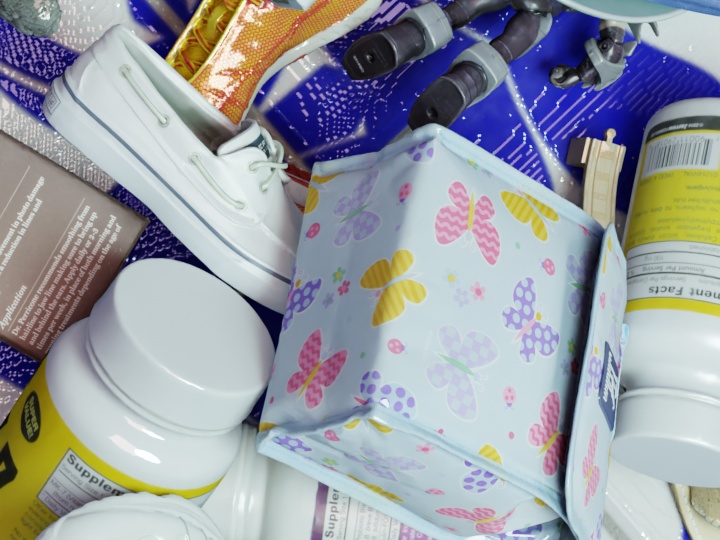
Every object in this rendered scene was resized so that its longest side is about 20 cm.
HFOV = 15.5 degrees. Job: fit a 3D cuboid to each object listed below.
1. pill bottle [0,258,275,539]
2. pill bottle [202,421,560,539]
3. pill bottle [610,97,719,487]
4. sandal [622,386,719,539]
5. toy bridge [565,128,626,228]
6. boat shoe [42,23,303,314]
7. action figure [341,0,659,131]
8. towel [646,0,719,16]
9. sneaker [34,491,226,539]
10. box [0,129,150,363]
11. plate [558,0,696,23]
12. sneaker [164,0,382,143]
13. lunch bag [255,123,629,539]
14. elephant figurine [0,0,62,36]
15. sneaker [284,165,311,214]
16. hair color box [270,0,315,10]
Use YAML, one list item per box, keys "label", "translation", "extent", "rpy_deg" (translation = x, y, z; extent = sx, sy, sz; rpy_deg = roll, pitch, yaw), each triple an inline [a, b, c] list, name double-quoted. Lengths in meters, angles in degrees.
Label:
- label: "pill bottle"
  translation: [-0.132, 0.096, 1.390]
  extent: [0.114, 0.115, 0.200]
  rpy_deg: [28, 122, -13]
- label: "pill bottle"
  translation: [0.007, 0.135, 1.465]
  extent: [0.199, 0.112, 0.113]
  rpy_deg: [7, 90, -1]
- label: "pill bottle"
  translation: [0.196, 0.014, 1.491]
  extent: [0.111, 0.111, 0.201]
  rpy_deg: [19, 70, -13]
- label: "sandal"
  translation: [0.220, 0.117, 1.545]
  extent: [0.077, 0.070, 0.212]
  rpy_deg: [-34, 99, -11]
- label: "toy bridge"
  translation: [0.121, 0.017, 1.520]
  extent: [0.027, 0.067, 0.201]
  rpy_deg: [13, 89, -13]
- label: "boat shoe"
  translation: [-0.072, -0.049, 1.389]
  extent: [0.200, 0.074, 0.067]
  rpy_deg: [36, 111, -13]
- label: "action figure"
  translation: [0.089, -0.151, 1.502]
  extent: [0.200, 0.069, 0.130]
  rpy_deg: [-34, 81, -31]
- label: "towel"
  translation: [0.154, -0.239, 1.493]
  extent: [0.146, 0.024, 0.201]
  rpy_deg: [8, 64, -29]
- label: "sneaker"
  translation: [-0.081, 0.182, 1.336]
  extent: [0.200, 0.100, 0.078]
  rpy_deg: [28, 119, -36]
- label: "box"
  translation: [-0.226, -0.036, 1.433]
  extent: [0.199, 0.075, 0.100]
  rpy_deg: [32, 85, -14]
- label: "plate"
  translation: [0.124, -0.224, 1.498]
  extent: [0.199, 0.026, 0.201]
  rpy_deg: [14, 60, -25]
- label: "sneaker"
  translation: [-0.074, -0.129, 1.457]
  extent: [0.200, 0.073, 0.077]
  rpy_deg: [-46, 138, -13]
- label: "lunch bag"
  translation: [0.064, 0.044, 1.366]
  extent: [0.200, 0.127, 0.170]
  rpy_deg: [31, 60, -35]
- label: "elephant figurine"
  translation: [-0.273, -0.179, 1.380]
  extent: [0.141, 0.155, 0.201]
  rpy_deg: [-22, 88, -34]
- label: "sneaker"
  translation: [0.000, 0.000, 1.491]
  extent: [0.199, 0.073, 0.077]
  rpy_deg: [23, 99, -5]
- label: "hair color box"
  translation: [-0.003, -0.243, 1.396]
  extent: [0.200, 0.061, 0.099]
  rpy_deg: [-47, 109, -8]
